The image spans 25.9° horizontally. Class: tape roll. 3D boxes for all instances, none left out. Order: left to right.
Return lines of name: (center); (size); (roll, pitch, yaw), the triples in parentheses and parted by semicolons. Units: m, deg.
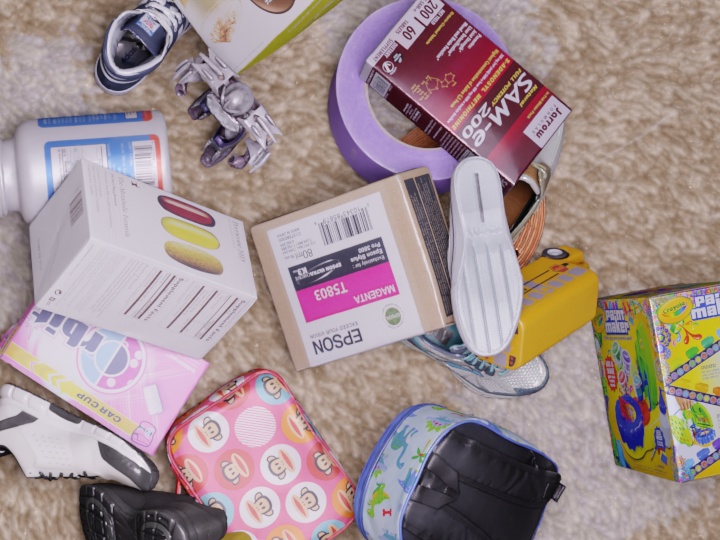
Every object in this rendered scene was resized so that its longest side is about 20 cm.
tape roll: (0.066, -0.186, 1.698); (0.197, 0.085, 0.203); (1, 79, -8)

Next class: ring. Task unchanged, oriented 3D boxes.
ring: (0.110, -0.071, 1.749); (0.198, 0.019, 0.203); (1, 87, -10)

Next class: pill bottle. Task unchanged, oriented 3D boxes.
pill bottle: (-0.299, -0.104, 1.624); (0.197, 0.112, 0.114); (-5, 89, -11)

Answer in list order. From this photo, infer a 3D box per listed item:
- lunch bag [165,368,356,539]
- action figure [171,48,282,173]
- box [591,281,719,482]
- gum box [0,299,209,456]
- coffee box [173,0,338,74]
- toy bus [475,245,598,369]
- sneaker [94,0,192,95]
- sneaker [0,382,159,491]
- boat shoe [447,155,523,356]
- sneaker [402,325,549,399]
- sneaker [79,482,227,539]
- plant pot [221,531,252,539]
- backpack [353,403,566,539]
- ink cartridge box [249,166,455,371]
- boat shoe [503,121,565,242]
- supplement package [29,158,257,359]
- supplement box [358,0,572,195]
lunch bag: (-0.115, 0.223, 1.664); (0.175, 0.082, 0.201); (-33, 95, -10)
action figure: (-0.139, -0.159, 1.611); (0.069, 0.200, 0.131); (-30, 93, -10)
box: (0.348, 0.115, 1.697); (0.120, 0.200, 0.195); (-9, 89, -10)
gum box: (-0.272, 0.092, 1.644); (0.199, 0.066, 0.114); (34, 81, -8)
coffee box: (-0.083, -0.357, 1.599); (0.200, 0.199, 0.199); (-41, 96, -35)
toy bus: (0.192, 0.036, 1.678); (0.199, 0.078, 0.066); (-26, 126, -48)
sneaker: (-0.207, -0.275, 1.648); (0.070, 0.108, 0.201); (35, 82, -8)
sneaker: (-0.298, 0.190, 1.611); (0.198, 0.074, 0.081); (21, 73, 18)
boat shoe: (0.125, -0.012, 1.587); (0.072, 0.067, 0.203); (0, 83, -3)
sneaker: (0.119, 0.086, 1.711); (0.198, 0.086, 0.078); (24, 85, -9)
sneaker: (-0.215, 0.258, 1.606); (0.090, 0.199, 0.077); (-11, 105, -44)
plant pot: (-0.211, 0.388, 1.558); (0.197, 0.176, 0.203); (-9, 90, 14)
backpack: (0.087, 0.236, 1.648); (0.199, 0.146, 0.185); (33, 80, -41)
ink cartridge box: (0.000, 0.000, 1.642); (0.198, 0.075, 0.167); (-19, 90, 31)
boat shoe: (0.177, -0.100, 1.719); (0.074, 0.068, 0.202); (24, 83, -9)
supplement package: (-0.219, -0.009, 1.582); (0.199, 0.115, 0.110); (21, 129, -35)
supplement box: (0.108, -0.184, 1.630); (0.199, 0.061, 0.109); (39, 77, -1)
